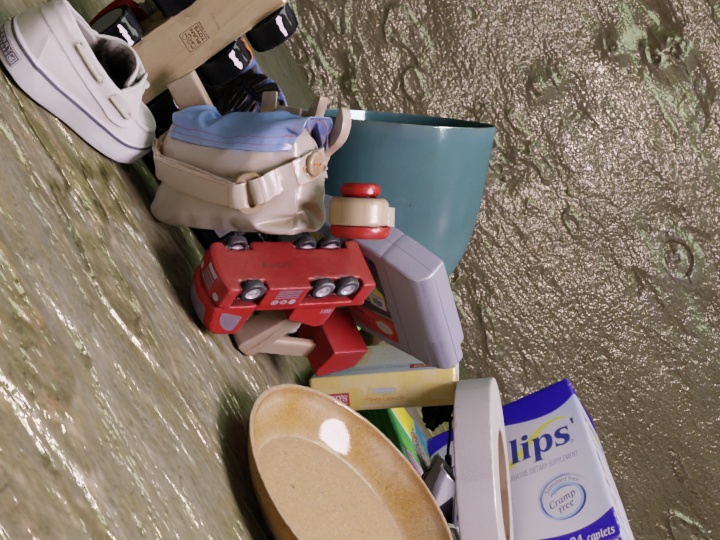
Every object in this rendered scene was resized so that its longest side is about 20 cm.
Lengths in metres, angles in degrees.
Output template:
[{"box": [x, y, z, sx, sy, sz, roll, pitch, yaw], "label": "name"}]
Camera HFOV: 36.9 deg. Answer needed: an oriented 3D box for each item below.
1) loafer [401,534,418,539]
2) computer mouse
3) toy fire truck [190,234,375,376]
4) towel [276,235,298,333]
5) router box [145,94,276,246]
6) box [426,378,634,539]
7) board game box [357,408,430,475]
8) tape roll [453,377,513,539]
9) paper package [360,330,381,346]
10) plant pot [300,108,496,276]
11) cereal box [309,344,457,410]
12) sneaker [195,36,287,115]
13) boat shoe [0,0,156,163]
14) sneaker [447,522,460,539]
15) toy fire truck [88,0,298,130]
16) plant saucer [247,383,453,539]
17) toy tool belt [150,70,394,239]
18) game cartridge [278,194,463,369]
[{"box": [0.054, 0.270, 0.894, 0.072, 0.072, 0.200, 65, 8, 30], "label": "loafer"}, {"box": [0.072, 0.226, 1.095, 0.110, 0.043, 0.204, 169, -76, -85], "label": "computer mouse"}, {"box": [-0.061, 0.033, 0.885, 0.198, 0.141, 0.049, -2, 54, -38], "label": "toy fire truck"}, {"box": [-0.079, -0.043, 1.133, 0.201, 0.023, 0.149, -107, -164, -64], "label": "towel"}, {"box": [-0.140, -0.096, 1.030, 0.150, 0.051, 0.201, 56, 8, -24], "label": "router box"}, {"box": [0.182, 0.252, 1.159, 0.105, 0.182, 0.202, 52, 18, -42], "label": "box"}, {"box": [0.055, 0.223, 1.238, 0.201, 0.040, 0.154, 55, 9, -41], "label": "board game box"}, {"box": [0.116, 0.202, 0.998, 0.203, 0.036, 0.207, -5, 90, -80], "label": "tape roll"}, {"box": [0.002, -0.024, 1.261, 0.192, 0.103, 0.200, 53, -13, 11], "label": "paper package"}, {"box": [0.029, -0.071, 1.077, 0.201, 0.197, 0.164, -85, 179, -78], "label": "plant pot"}, {"box": [0.030, 0.106, 1.107, 0.200, 0.141, 0.040, -38, 122, -82], "label": "cereal box"}, {"box": [-0.101, -0.151, 1.037, 0.079, 0.075, 0.202, 53, 11, -47], "label": "sneaker"}, {"box": [-0.189, -0.140, 0.790, 0.073, 0.065, 0.200, 63, 7, 22], "label": "boat shoe"}, {"box": [0.035, 0.215, 0.989, 0.116, 0.075, 0.200, 61, 6, 29], "label": "sneaker"}, {"box": [-0.171, -0.243, 0.945, 0.129, 0.175, 0.200, 55, -2, -32], "label": "toy fire truck"}, {"box": [-0.012, 0.171, 0.773, 0.199, 0.035, 0.201, 39, 20, -17], "label": "plant saucer"}, {"box": [-0.068, -0.092, 0.842, 0.125, 0.197, 0.125, -11, 104, -67], "label": "toy tool belt"}, {"box": [0.000, 0.000, 0.954, 0.198, 0.041, 0.134, 26, -35, 38], "label": "game cartridge"}]
